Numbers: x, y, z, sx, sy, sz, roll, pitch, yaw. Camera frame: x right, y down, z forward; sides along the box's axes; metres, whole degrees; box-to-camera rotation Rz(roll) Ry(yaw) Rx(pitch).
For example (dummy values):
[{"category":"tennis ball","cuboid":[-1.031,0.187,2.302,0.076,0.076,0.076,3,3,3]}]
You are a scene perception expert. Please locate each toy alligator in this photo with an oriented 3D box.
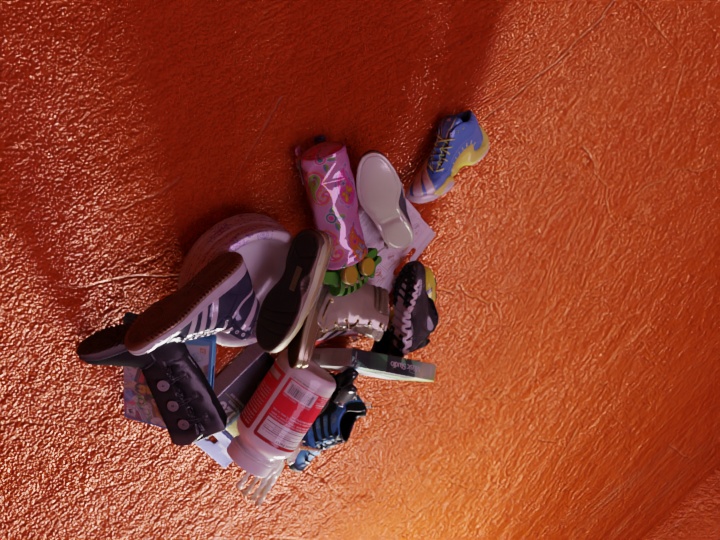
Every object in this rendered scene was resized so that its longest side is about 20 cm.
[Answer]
[{"category":"toy alligator","cuboid":[0.000,0.000,1.438,0.199,0.059,0.055,-27,113,-41]}]

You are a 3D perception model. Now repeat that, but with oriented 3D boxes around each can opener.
[{"category":"can opener","cuboid":[-0.032,0.211,1.547,0.078,0.200,0.064,-1,81,-13]}]

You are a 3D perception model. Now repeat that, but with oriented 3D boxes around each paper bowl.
[{"category":"paper bowl","cuboid":[-0.185,0.007,1.324,0.199,0.104,0.202,-23,130,-29]}]

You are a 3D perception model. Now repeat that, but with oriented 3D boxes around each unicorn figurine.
[{"category":"unicorn figurine","cuboid":[-0.163,0.359,1.578,0.074,0.200,0.138,40,72,-6]}]

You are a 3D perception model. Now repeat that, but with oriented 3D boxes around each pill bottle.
[{"category":"pill bottle","cuboid":[-0.138,0.244,1.463,0.112,0.112,0.201,30,95,-48]}]

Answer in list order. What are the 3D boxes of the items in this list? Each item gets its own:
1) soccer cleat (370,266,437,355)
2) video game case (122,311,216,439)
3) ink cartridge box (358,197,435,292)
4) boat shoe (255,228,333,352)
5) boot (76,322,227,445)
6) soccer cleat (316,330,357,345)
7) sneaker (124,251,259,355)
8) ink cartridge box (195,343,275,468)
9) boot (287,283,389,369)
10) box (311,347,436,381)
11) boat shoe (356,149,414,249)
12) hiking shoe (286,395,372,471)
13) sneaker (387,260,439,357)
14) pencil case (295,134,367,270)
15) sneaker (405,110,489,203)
[{"category":"soccer cleat","cuboid":[0.082,0.085,1.648,0.083,0.065,0.202,8,113,-44]},{"category":"video game case","cuboid":[-0.293,0.164,1.318,0.018,0.142,0.202,-67,169,-56]},{"category":"ink cartridge box","cuboid":[0.032,-0.059,1.520,0.161,0.050,0.200,-51,142,-2]},{"category":"boat shoe","cuboid":[-0.089,0.035,1.308,0.076,0.071,0.201,2,119,-61]},{"category":"boot","cuboid":[-0.305,0.172,1.278,0.163,0.066,0.201,-13,121,18]},{"category":"soccer cleat","cuboid":[-0.028,0.078,1.544,0.198,0.069,0.086,-13,130,-30]},{"category":"sneaker","cuboid":[-0.224,0.074,1.199,0.200,0.070,0.109,-40,133,-21]},{"category":"ink cartridge box","cuboid":[-0.203,0.249,1.523,0.200,0.047,0.198,-46,139,-11]},{"category":"boot","cuboid":[-0.033,0.092,1.445,0.154,0.072,0.202,25,60,-19]},{"category":"box","cuboid":[0.018,0.172,1.572,0.199,0.144,0.037,13,78,-36]},{"category":"boat shoe","cuboid":[0.037,-0.122,1.409,0.072,0.062,0.201,-18,132,8]},{"category":"hiking shoe","cuboid":[-0.068,0.310,1.652,0.201,0.087,0.074,-55,138,3]},{"category":"sneaker","cuboid":[0.105,0.067,1.584,0.090,0.066,0.202,-10,123,-28]},{"category":"pencil case","cuboid":[-0.045,-0.105,1.360,0.087,0.087,0.202,-26,118,-26]},{"category":"sneaker","cuboid":[0.140,-0.206,1.499,0.200,0.075,0.106,-43,129,-27]}]
